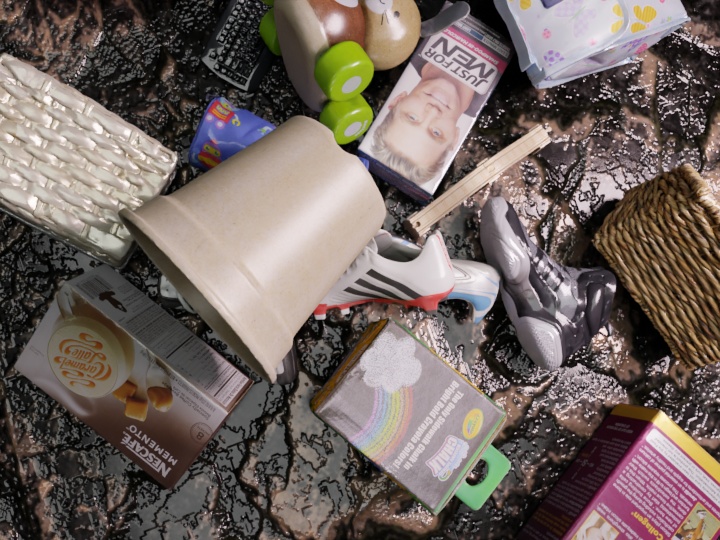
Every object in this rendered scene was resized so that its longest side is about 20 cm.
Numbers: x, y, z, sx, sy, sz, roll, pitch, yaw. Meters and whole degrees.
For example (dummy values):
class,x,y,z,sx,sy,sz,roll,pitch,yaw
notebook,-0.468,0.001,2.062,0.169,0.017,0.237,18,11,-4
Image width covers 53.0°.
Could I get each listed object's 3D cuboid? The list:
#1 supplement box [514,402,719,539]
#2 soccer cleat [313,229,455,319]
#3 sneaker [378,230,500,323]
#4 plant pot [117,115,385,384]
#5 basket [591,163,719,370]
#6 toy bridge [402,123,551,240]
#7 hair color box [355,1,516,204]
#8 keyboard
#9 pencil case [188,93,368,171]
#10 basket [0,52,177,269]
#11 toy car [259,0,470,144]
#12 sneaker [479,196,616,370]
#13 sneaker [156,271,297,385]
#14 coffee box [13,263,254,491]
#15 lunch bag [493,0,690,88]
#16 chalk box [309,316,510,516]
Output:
class,x,y,z,sx,sy,sz,roll,pitch,yaw
supplement box,0.285,0.263,0.771,0.131,0.103,0.200,43,81,0
soccer cleat,0.000,0.000,0.743,0.198,0.069,0.086,-1,110,24
sneaker,0.054,0.002,0.792,0.198,0.072,0.073,19,89,0
plant pot,-0.083,-0.034,0.662,0.183,0.200,0.201,-43,90,-16
basket,0.379,-0.017,0.767,0.143,0.149,0.201,-41,95,-34
toy bridge,0.137,-0.106,0.812,0.199,0.067,0.027,-36,88,-8
hair color box,0.085,-0.188,0.819,0.099,0.061,0.201,30,83,-2
keyboard,-0.123,-0.313,0.821,0.103,0.040,0.202,25,81,-3
pencil case,-0.086,-0.118,0.786,0.198,0.087,0.079,22,124,-3
basket,-0.294,-0.102,0.716,0.199,0.123,0.137,30,82,-18
toy car,0.011,-0.265,0.759,0.199,0.158,0.165,-30,73,-10
sneaker,0.212,0.001,0.808,0.113,0.075,0.202,-22,92,-8
sneaker,-0.146,0.042,0.774,0.114,0.076,0.202,-23,79,1
coffee box,-0.226,0.105,0.729,0.199,0.080,0.115,39,108,-1
lunch bag,0.238,-0.305,0.797,0.198,0.127,0.171,-21,86,-24
chalk box,0.061,0.159,0.750,0.200,0.124,0.125,41,81,-2
